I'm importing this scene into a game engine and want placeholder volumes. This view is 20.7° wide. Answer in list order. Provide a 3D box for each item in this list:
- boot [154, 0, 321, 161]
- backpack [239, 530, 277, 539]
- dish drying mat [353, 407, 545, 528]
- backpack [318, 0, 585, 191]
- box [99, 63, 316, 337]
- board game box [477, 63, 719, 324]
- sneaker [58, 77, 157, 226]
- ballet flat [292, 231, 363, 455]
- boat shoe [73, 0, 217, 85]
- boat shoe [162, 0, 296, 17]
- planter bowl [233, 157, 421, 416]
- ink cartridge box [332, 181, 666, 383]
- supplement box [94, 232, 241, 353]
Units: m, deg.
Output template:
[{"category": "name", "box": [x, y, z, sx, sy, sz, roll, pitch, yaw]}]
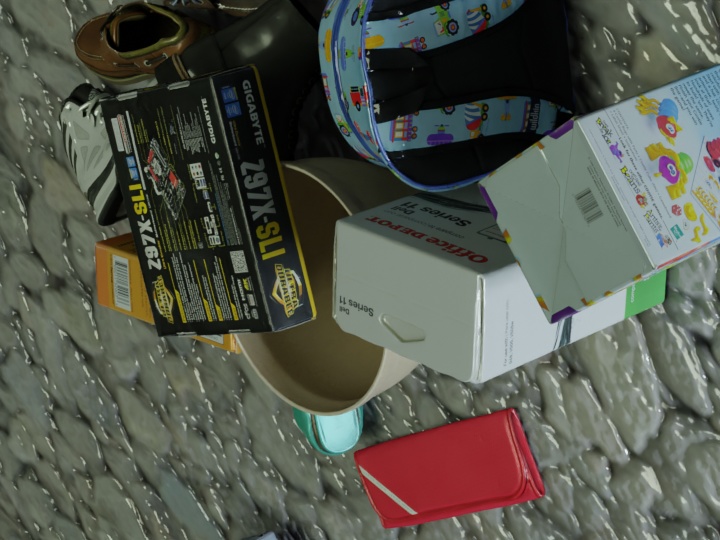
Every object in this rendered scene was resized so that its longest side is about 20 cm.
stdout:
[{"category": "boot", "box": [-0.054, -0.124, 1.608, 0.200, 0.138, 0.078, 50, -169, -30]}, {"category": "backpack", "box": [-0.131, 0.335, 1.801, 0.154, 0.200, 0.191, 64, 146, 14]}, {"category": "dish drying mat", "box": [0.070, 0.167, 1.630, 0.200, 0.018, 0.077, -21, 89, 50]}, {"category": "backpack", "box": [0.050, -0.146, 1.381, 0.134, 0.200, 0.183, 7, 112, 46]}, {"category": "box", "box": [-0.120, -0.050, 1.522, 0.160, 0.049, 0.200, -5, 101, 52]}, {"category": "board game box", "box": [0.192, -0.057, 1.260, 0.103, 0.200, 0.105, -33, 82, 49]}, {"category": "sneaker", "box": [-0.224, -0.137, 1.783, 0.115, 0.076, 0.201, 54, 140, 15]}, {"category": "ballet flat", "box": [-0.040, 0.058, 1.674, 0.070, 0.067, 0.201, -156, 57, -62]}, {"category": "boat shoe", "box": [-0.188, -0.202, 1.687, 0.200, 0.068, 0.072, 10, 70, 45]}, {"category": "boat shoe", "box": [-0.137, -0.245, 1.643, 0.200, 0.072, 0.072, 18, 118, 42]}, {"category": "planter bowl", "box": [0.000, 0.000, 1.546, 0.200, 0.135, 0.201, 21, 119, 43]}, {"category": "ink cartridge box", "box": [0.098, -0.005, 1.386, 0.146, 0.200, 0.083, 21, 120, 41]}, {"category": "supplement box", "box": [-0.155, 0.017, 1.780, 0.200, 0.066, 0.069, 19, 116, 42]}]
